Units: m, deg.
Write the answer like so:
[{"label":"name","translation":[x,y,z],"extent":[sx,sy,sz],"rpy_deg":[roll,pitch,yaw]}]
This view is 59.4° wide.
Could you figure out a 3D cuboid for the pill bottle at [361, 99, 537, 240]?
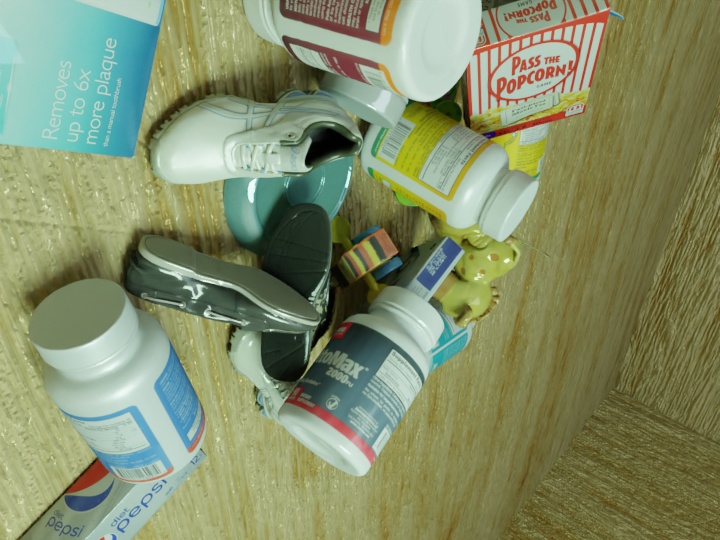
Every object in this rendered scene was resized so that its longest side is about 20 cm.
[{"label":"pill bottle","translation":[0.109,-0.123,0.778],"extent":[0.113,0.200,0.113],"rpy_deg":[-47,159,-25]}]

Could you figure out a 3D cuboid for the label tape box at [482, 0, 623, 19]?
[{"label":"label tape box","translation":[0.203,-0.315,0.793],"extent":[0.143,0.200,0.066],"rpy_deg":[-15,124,-49]}]

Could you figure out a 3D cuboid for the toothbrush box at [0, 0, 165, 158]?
[{"label":"toothbrush box","translation":[-0.237,-0.161,0.398],"extent":[0.200,0.085,0.147],"rpy_deg":[-3,116,-53]}]

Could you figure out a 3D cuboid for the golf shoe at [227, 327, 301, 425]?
[{"label":"golf shoe","translation":[-0.100,0.138,0.811],"extent":[0.078,0.097,0.200],"rpy_deg":[-44,142,-23]}]

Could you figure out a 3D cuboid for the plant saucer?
[{"label":"plant saucer","translation":[-0.071,-0.104,0.732],"extent":[0.200,0.027,0.200],"rpy_deg":[-35,139,-37]}]

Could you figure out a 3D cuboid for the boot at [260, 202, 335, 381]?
[{"label":"boot","translation":[-0.066,0.015,0.762],"extent":[0.154,0.073,0.204],"rpy_deg":[-51,151,-78]}]

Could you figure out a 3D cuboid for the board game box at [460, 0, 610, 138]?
[{"label":"board game box","translation":[0.194,-0.234,0.739],"extent":[0.151,0.046,0.200],"rpy_deg":[-15,160,8]}]

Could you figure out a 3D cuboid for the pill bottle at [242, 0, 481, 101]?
[{"label":"pill bottle","translation":[-0.004,-0.232,0.564],"extent":[0.114,0.200,0.114],"rpy_deg":[-35,140,-36]}]

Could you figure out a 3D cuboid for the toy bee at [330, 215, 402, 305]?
[{"label":"toy bee","translation":[0.000,0.000,0.839],"extent":[0.109,0.131,0.200],"rpy_deg":[-33,156,1]}]

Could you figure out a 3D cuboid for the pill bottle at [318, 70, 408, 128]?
[{"label":"pill bottle","translation":[0.040,-0.265,0.684],"extent":[0.113,0.113,0.200],"rpy_deg":[21,97,-58]}]

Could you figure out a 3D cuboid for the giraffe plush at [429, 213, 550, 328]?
[{"label":"giraffe plush","translation":[0.171,0.002,0.998],"extent":[0.173,0.200,0.162],"rpy_deg":[14,107,-56]}]

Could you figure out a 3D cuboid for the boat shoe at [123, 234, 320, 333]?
[{"label":"boat shoe","translation":[-0.139,0.026,0.643],"extent":[0.200,0.067,0.057],"rpy_deg":[24,114,-23]}]

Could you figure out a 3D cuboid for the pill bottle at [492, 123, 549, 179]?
[{"label":"pill bottle","translation":[0.237,-0.234,0.987],"extent":[0.113,0.113,0.200],"rpy_deg":[-36,140,-35]}]

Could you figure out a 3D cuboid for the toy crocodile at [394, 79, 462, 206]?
[{"label":"toy crocodile","translation":[0.097,-0.184,0.883],"extent":[0.068,0.062,0.200],"rpy_deg":[-90,-167,-71]}]

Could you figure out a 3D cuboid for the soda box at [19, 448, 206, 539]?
[{"label":"soda box","translation":[-0.269,0.250,0.688],"extent":[0.200,0.063,0.068],"rpy_deg":[-48,147,-21]}]

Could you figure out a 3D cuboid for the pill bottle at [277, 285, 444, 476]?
[{"label":"pill bottle","translation":[0.008,0.120,0.732],"extent":[0.200,0.120,0.120],"rpy_deg":[-53,148,-25]}]

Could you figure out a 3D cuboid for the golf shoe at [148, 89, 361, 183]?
[{"label":"golf shoe","translation":[-0.092,-0.120,0.590],"extent":[0.200,0.097,0.078],"rpy_deg":[-21,130,-24]}]

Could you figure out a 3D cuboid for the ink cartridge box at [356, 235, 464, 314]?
[{"label":"ink cartridge box","translation":[0.042,0.045,0.924],"extent":[0.200,0.041,0.200],"rpy_deg":[-51,-171,-18]}]

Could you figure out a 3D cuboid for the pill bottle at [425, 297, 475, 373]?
[{"label":"pill bottle","translation":[0.117,0.109,1.081],"extent":[0.200,0.111,0.111],"rpy_deg":[-25,133,-44]}]

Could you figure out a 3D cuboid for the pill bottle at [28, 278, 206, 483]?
[{"label":"pill bottle","translation":[-0.224,0.105,0.594],"extent":[0.112,0.112,0.200],"rpy_deg":[-41,143,-30]}]
